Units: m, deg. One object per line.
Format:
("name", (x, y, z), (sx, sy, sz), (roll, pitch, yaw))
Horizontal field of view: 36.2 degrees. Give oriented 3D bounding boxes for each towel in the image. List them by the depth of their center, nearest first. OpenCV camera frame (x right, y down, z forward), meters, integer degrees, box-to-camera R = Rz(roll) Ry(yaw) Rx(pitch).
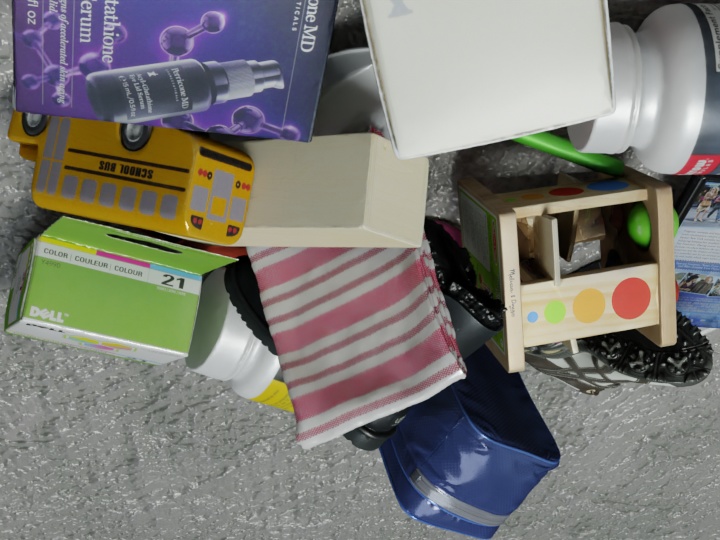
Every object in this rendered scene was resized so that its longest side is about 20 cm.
("towel", (-0.014, 0.013, 0.806), (0.145, 0.203, 0.030), (-28, 156, 26))

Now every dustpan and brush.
("dustpan and brush", (-0.047, -0.110, 0.852), (0.197, 0.058, 0.140), (-22, 149, 10))

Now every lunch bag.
("lunch bag", (0.085, 0.152, 1.074), (0.135, 0.201, 0.133), (25, 115, -30))

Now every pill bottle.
("pill bottle", (0.254, -0.130, 0.794), (0.196, 0.121, 0.121), (0, 142, -4))
("pill bottle", (-0.056, 0.073, 1.019), (0.197, 0.116, 0.114), (20, 136, -28))

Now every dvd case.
("dvd case", (0.321, -0.014, 0.965), (0.140, 0.018, 0.201), (4, 141, -10))

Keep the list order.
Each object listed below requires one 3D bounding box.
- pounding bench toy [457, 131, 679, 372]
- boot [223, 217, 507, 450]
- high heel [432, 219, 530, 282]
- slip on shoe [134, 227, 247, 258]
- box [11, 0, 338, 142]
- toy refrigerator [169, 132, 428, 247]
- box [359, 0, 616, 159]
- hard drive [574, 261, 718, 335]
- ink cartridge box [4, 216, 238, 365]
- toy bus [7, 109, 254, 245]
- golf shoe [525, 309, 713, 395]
("pounding bench toy", (0.167, -0.046, 0.873), (0.153, 0.124, 0.204), (-9, 107, -7))
("boot", (0.002, 0.017, 0.861), (0.169, 0.201, 0.076), (-49, 163, 26))
("high heel", (0.087, 0.015, 0.975), (0.196, 0.097, 0.068), (8, 141, -16))
("slip on shoe", (-0.139, -0.041, 0.912), (0.074, 0.062, 0.199), (-34, 134, 30))
("box", (-0.115, -0.178, 0.694), (0.196, 0.105, 0.150), (4, 132, -10))
("toy refrigerator", (-0.054, -0.057, 0.786), (0.197, 0.071, 0.075), (1, 172, 36))
("box", (0.065, -0.158, 0.653), (0.125, 0.201, 0.111), (-11, 114, 5))
("hard drive", (0.312, 0.013, 1.043), (0.198, 0.038, 0.139), (-27, 137, 24))
("ink cartridge box", (-0.203, 0.021, 0.906), (0.146, 0.077, 0.199), (15, 167, -23))
("toy bus", (-0.169, -0.073, 0.783), (0.197, 0.080, 0.065), (11, 180, 34))
("golf shoe", (0.230, 0.073, 1.009), (0.198, 0.078, 0.095), (14, 153, 36))
